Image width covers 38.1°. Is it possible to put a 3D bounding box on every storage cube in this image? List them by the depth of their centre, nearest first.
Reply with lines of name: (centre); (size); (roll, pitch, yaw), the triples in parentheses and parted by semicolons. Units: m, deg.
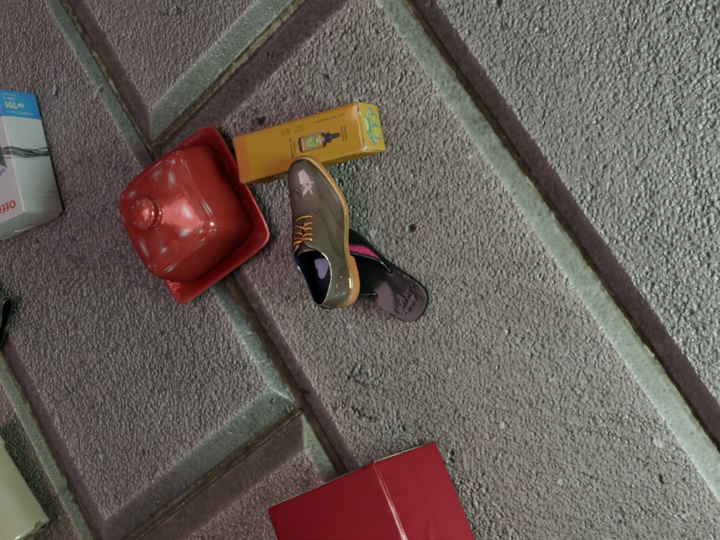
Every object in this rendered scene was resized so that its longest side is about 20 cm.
storage cube: (0.025, 0.333, 1.289); (0.199, 0.171, 0.181); (-29, 77, 27)

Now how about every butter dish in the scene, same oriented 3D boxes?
butter dish: (-0.259, -0.077, 1.442); (0.199, 0.148, 0.201); (-34, 76, 24)

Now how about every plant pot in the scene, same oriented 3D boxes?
plant pot: (-0.596, 0.370, 1.632); (0.184, 0.200, 0.200); (47, 112, 6)

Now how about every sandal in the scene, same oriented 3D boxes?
sandal: (0.000, 0.000, 1.361); (0.199, 0.045, 0.076); (31, 106, 24)

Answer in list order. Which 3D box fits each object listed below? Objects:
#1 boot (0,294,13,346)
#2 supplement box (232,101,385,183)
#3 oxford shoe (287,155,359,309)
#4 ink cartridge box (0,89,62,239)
boot: (-0.609, 0.025, 1.689); (0.130, 0.068, 0.201); (25, 111, 22)
supplement box: (-0.069, -0.166, 1.382); (0.199, 0.069, 0.067); (-11, 88, 30)
oxford shoe: (-0.055, -0.050, 1.319); (0.071, 0.073, 0.202); (-21, 84, 28)
ink cartridge box: (-0.567, -0.164, 1.643); (0.146, 0.086, 0.202); (-19, 82, 28)
